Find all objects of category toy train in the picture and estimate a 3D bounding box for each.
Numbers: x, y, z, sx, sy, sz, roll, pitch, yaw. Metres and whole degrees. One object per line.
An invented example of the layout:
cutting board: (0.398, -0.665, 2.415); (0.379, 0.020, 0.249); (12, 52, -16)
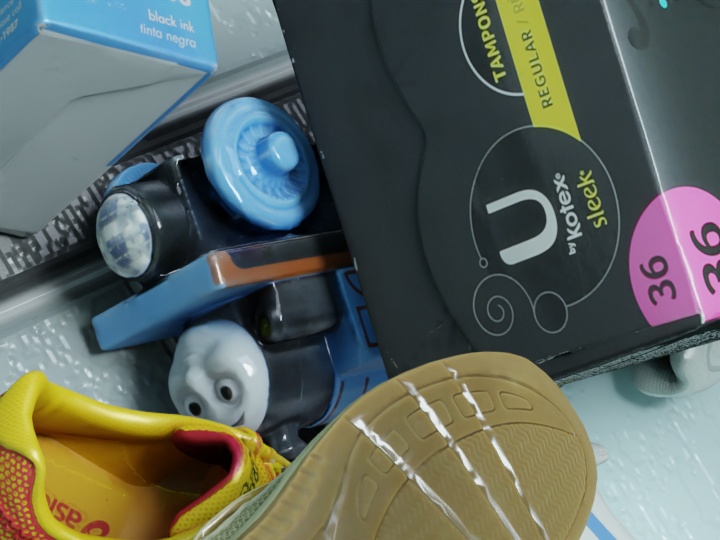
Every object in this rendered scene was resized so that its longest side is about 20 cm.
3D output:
toy train: (0.000, 0.000, 0.866); (0.200, 0.087, 0.115); (-11, 77, -45)

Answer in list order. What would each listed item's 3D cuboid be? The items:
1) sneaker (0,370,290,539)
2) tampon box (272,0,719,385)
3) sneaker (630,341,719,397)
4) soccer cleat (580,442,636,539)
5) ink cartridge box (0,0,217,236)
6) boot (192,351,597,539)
sneaker: (-0.037, 0.087, 0.780); (0.200, 0.077, 0.073); (19, 50, -34)
tampon box: (0.097, -0.050, 0.832); (0.200, 0.126, 0.150); (-12, 82, -49)
sneaker: (0.090, -0.040, 0.983); (0.081, 0.075, 0.200); (-37, 90, -39)
soccer cleat: (0.090, 0.144, 0.857); (0.086, 0.070, 0.201); (-4, 66, -42)
ink cartridge box: (-0.114, -0.128, 0.823); (0.068, 0.116, 0.201); (12, 57, -37)
boot: (-0.034, 0.105, 0.708); (0.073, 0.155, 0.200); (52, 49, -2)
